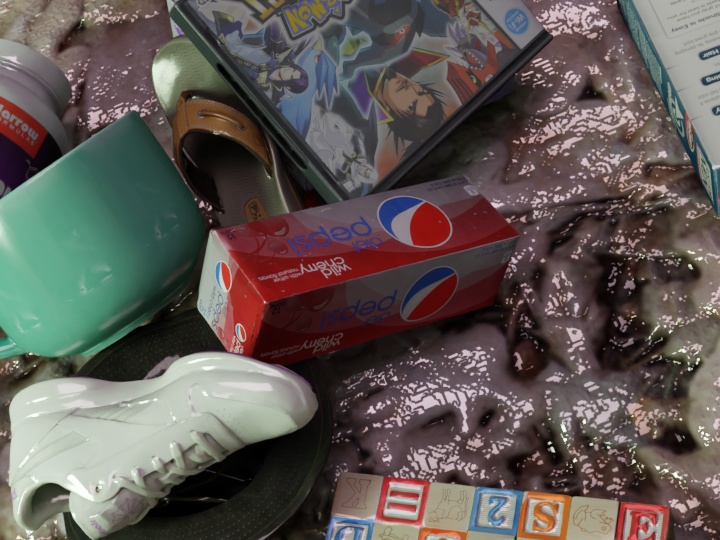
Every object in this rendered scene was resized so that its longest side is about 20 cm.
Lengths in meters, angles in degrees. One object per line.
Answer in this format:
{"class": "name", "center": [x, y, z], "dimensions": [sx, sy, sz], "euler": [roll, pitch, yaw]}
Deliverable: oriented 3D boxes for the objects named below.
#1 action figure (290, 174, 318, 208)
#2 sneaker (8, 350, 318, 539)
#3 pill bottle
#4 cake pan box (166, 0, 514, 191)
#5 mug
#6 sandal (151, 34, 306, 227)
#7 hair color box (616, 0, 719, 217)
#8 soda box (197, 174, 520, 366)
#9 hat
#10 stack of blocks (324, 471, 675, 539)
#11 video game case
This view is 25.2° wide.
{"class": "action figure", "center": [-0.065, -0.051, 1.126], "dimensions": [0.065, 0.052, 0.202], "euler": [-16, 58, -1]}
{"class": "sneaker", "center": [-0.115, 0.105, 0.927], "dimensions": [0.198, 0.075, 0.101], "euler": [-12, 56, 22]}
{"class": "pill bottle", "center": [-0.282, -0.064, 1.151], "dimensions": [0.111, 0.113, 0.201], "euler": [12, 63, 21]}
{"class": "cake pan box", "center": [-0.017, -0.166, 1.154], "dimensions": [0.183, 0.053, 0.200], "euler": [-27, 55, -24]}
{"class": "mug", "center": [-0.189, -0.008, 1.058], "dimensions": [0.184, 0.115, 0.152], "euler": [-30, 10, 29]}
{"class": "sandal", "center": [-0.093, -0.072, 1.068], "dimensions": [0.081, 0.054, 0.202], "euler": [-33, 70, 35]}
{"class": "hair color box", "center": [0.248, -0.143, 1.086], "dimensions": [0.099, 0.061, 0.201], "euler": [-19, 55, 3]}
{"class": "soda box", "center": [0.000, 0.000, 1.008], "dimensions": [0.198, 0.064, 0.070], "euler": [-14, 49, -33]}
{"class": "hat", "center": [-0.095, 0.119, 1.002], "dimensions": [0.198, 0.081, 0.202], "euler": [-12, 49, 13]}
{"class": "stack of blocks", "center": [0.076, 0.190, 0.927], "dimensions": [0.198, 0.059, 0.116], "euler": [3, 60, 17]}
{"class": "video game case", "center": [0.004, -0.162, 1.069], "dimensions": [0.200, 0.025, 0.181], "euler": [-43, 95, -20]}
